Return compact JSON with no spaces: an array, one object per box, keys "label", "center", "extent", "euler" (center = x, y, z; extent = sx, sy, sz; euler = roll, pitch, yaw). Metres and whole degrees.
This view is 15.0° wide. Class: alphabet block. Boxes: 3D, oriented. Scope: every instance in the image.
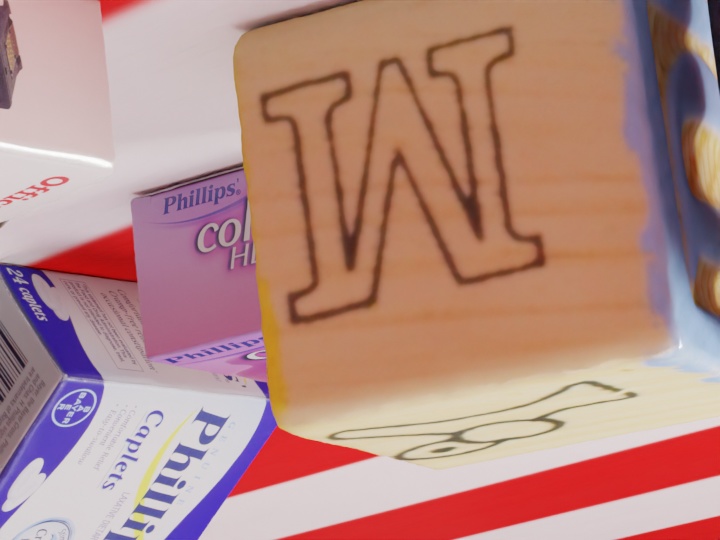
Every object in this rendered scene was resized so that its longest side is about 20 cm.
[{"label":"alphabet block","center":[0.076,-0.023,1.295],"extent":[0.199,0.197,0.195],"euler":[-12,164,23]}]

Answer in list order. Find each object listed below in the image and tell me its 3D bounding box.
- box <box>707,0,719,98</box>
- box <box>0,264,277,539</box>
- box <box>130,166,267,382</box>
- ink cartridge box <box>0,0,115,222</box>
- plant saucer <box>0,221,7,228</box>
[{"label":"box","center":[0.222,-0.071,1.161],"extent":[0.123,0.199,0.200],"euler":[-7,166,1]},{"label":"box","center":[-0.177,0.107,1.721],"extent":[0.200,0.105,0.184],"euler":[8,125,-47]},{"label":"box","center":[0.000,0.000,1.564],"extent":[0.176,0.097,0.200],"euler":[-14,164,29]},{"label":"ink cartridge box","center":[-0.226,-0.074,1.175],"extent":[0.145,0.085,0.200],"euler":[-19,161,42]},{"label":"plant saucer","center":[-0.265,-0.035,1.434],"extent":[0.200,0.032,0.200],"euler":[-6,167,-1]}]
